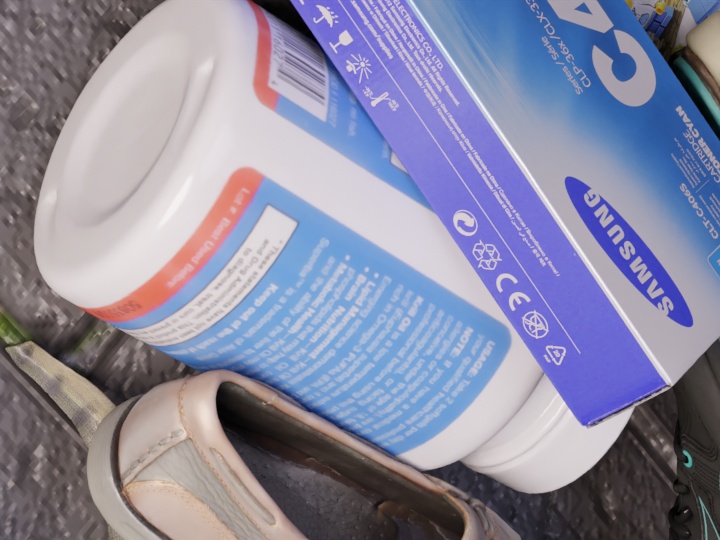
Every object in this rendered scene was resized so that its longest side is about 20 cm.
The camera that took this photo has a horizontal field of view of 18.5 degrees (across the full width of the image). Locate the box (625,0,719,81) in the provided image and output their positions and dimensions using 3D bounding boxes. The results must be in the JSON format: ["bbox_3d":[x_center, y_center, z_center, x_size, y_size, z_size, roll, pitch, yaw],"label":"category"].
[{"bbox_3d":[0.104,-0.124,0.789,0.136,0.038,0.201,16,107,-24],"label":"box"}]

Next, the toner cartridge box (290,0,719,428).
[{"bbox_3d":[0.051,-0.060,0.704,0.201,0.043,0.095,55,45,-4],"label":"toner cartridge box"}]

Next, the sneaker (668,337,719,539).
[{"bbox_3d":[0.138,0.090,0.799,0.201,0.079,0.075,65,29,-10],"label":"sneaker"}]

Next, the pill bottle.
[{"bbox_3d":[0.000,0.000,0.740,0.199,0.112,0.113,31,72,-30],"label":"pill bottle"}]

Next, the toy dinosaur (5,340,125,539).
[{"bbox_3d":[-0.051,0.111,0.745,0.088,0.047,0.202,-16,95,-27],"label":"toy dinosaur"}]

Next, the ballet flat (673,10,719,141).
[{"bbox_3d":[0.176,-0.003,0.767,0.069,0.069,0.201,-30,98,-31],"label":"ballet flat"}]

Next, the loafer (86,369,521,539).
[{"bbox_3d":[0.007,0.093,0.723,0.199,0.063,0.072,30,49,-25],"label":"loafer"}]
